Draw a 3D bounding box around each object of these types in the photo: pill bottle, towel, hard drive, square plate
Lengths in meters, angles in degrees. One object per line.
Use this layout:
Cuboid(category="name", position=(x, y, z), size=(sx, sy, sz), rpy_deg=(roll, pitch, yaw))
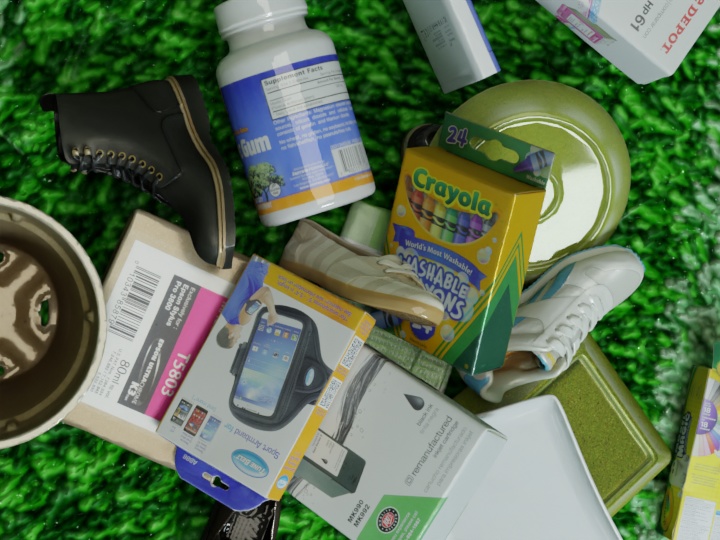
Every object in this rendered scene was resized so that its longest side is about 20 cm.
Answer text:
Cuboid(category="pill bottle", position=(-0.065, -0.149, 1.281), size=(0.111, 0.112, 0.201), rpy_deg=(-18, 94, -11))
Cuboid(category="towel", position=(0.028, 0.048, 1.346), size=(0.148, 0.031, 0.201), rpy_deg=(19, 87, -13))
Cuboid(category="hard drive", position=(0.061, -0.263, 1.295), size=(0.025, 0.132, 0.201), rpy_deg=(-25, 96, -10))
Cuboid(category="square plate", position=(0.130, 0.211, 1.307), size=(0.199, 0.028, 0.199), rpy_deg=(-17, 109, 29))

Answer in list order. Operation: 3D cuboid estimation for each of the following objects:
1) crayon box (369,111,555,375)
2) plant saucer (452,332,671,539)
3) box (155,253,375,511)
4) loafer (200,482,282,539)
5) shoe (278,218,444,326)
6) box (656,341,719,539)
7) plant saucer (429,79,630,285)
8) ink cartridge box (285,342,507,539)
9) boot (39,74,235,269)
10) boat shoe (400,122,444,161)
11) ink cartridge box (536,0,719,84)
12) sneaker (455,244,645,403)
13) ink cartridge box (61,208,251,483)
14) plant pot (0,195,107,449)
Cuboid(category="crayon box", position=(0.086, -0.025, 1.253), size=(0.051, 0.125, 0.201), rpy_deg=(-9, 117, -49))
Cuboid(category="plant saucer", position=(0.190, 0.169, 1.358), size=(0.200, 0.048, 0.200), rpy_deg=(-39, 102, -14))
Cuboid(category="box", position=(-0.086, 0.100, 1.216), size=(0.119, 0.041, 0.201), rpy_deg=(26, 82, 19))
Cuboid(category="loafer", position=(-0.119, 0.269, 1.296), size=(0.073, 0.071, 0.201), rpy_deg=(13, 88, -12))
Cuboid(category="shoe", position=(0.000, 0.000, 1.249), size=(0.070, 0.199, 0.054), rpy_deg=(20, 91, -45))
Cuboid(category="box", position=(0.372, 0.177, 1.414), size=(0.117, 0.048, 0.201), rpy_deg=(14, 90, -12))
Cuboid(category="plant saucer", position=(0.155, -0.074, 1.311), size=(0.199, 0.031, 0.201), rpy_deg=(-2, 111, -5))
Cuboid(category="ink cartridge box", position=(0.003, 0.150, 1.245), size=(0.199, 0.084, 0.146), rpy_deg=(32, 90, 23))
Cuboid(category="boot", position=(-0.192, -0.079, 1.235), size=(0.138, 0.078, 0.201), rpy_deg=(-8, 53, -21))
Cuboid(category="boat shoe", position=(0.140, -0.101, 1.349), size=(0.200, 0.066, 0.072), rpy_deg=(9, 88, -12))
Cuboid(category="ink cartridge box", position=(0.248, -0.296, 1.360), size=(0.200, 0.085, 0.145), rpy_deg=(37, 83, -11))
Cuboid(category="sneaker", position=(0.180, 0.051, 1.317), size=(0.199, 0.081, 0.077), rpy_deg=(-31, 135, 2))
Cuboid(category="ink cartridge box", position=(-0.170, 0.067, 1.281), size=(0.164, 0.075, 0.201), rpy_deg=(24, 85, -10))
Cuboid(category="plant pot", position=(-0.315, 0.039, 1.193), size=(0.199, 0.183, 0.202), rpy_deg=(0, 91, -12))
